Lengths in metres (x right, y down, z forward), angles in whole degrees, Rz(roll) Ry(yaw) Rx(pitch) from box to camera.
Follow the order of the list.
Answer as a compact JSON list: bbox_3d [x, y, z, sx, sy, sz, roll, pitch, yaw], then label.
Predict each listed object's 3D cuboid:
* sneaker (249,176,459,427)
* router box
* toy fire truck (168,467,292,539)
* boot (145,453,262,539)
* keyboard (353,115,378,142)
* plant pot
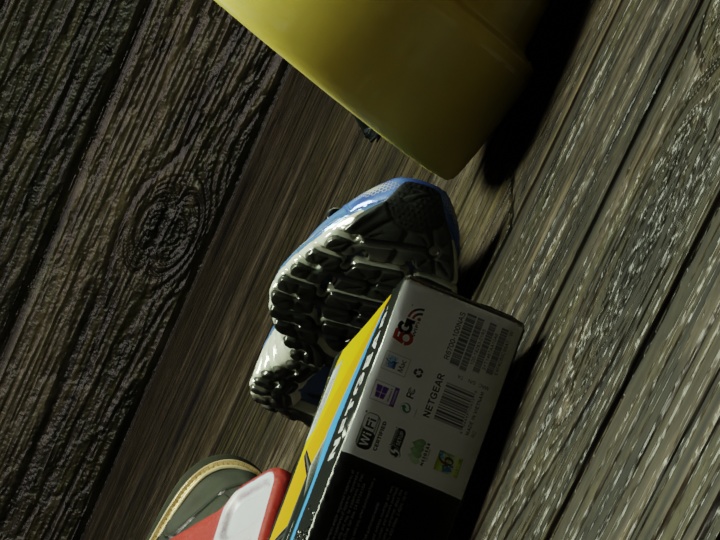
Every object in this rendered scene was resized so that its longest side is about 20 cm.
[{"bbox_3d":[0.000,0.000,1.286,0.200,0.078,0.089,124,165,-64],"label":"sneaker"},{"bbox_3d":[-0.010,0.116,1.047,0.149,0.051,0.201,126,165,-72],"label":"router box"},{"bbox_3d":[-0.096,0.198,1.334,0.168,0.112,0.200,-36,27,42],"label":"toy fire truck"},{"bbox_3d":[-0.102,0.197,1.500,0.138,0.077,0.201,-146,78,-79],"label":"boot"},{"bbox_3d":[0.044,-0.187,1.886,0.200,0.039,0.104,-63,30,28],"label":"keyboard"},{"bbox_3d":[0.023,-0.174,1.283,0.189,0.201,0.201,-50,7,4],"label":"plant pot"}]
